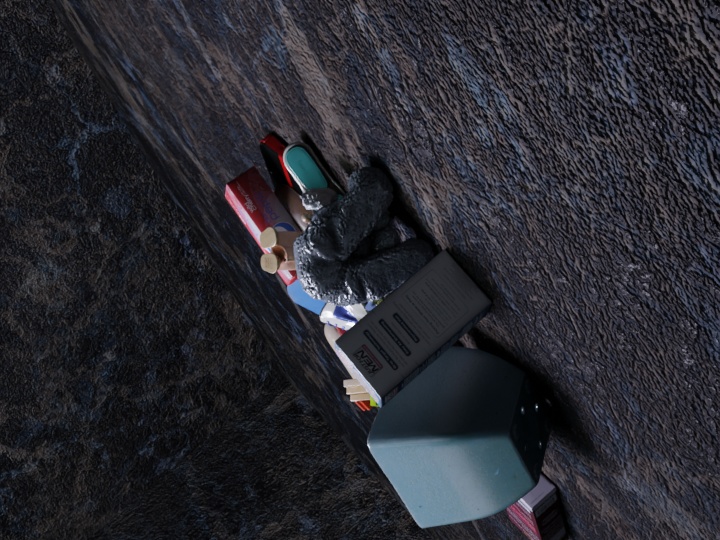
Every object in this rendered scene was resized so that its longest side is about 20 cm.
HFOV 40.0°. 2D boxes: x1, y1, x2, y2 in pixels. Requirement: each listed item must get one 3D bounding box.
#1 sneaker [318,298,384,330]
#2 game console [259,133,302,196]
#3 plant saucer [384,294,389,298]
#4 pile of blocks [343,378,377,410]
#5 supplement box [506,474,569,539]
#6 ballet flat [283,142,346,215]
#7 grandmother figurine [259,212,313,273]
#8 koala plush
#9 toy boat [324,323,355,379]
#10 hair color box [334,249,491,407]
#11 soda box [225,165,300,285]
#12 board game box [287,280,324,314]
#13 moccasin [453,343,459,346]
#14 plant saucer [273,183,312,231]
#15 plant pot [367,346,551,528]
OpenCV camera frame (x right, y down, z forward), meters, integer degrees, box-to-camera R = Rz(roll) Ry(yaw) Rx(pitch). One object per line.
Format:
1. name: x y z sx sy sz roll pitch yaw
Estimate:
1. sneaker: -0.004 0.086 1.698 0.080 0.114 0.203 -33 -74 -62
2. game console: -0.106 -0.134 1.747 0.176 0.031 0.202 39 156 44
3. plant saucer: 0.057 0.064 1.573 0.200 0.030 0.204 -11 -90 -90
4. pile of blocks: 0.072 0.210 1.655 0.082 0.196 0.063 68 -161 -78
5. supplement box: 0.301 0.412 1.742 0.109 0.061 0.201 43 164 40
6. ballet flat: -0.058 -0.121 1.595 0.202 0.069 0.069 59 166 -12
7. grandmother figurine: -0.072 -0.032 1.613 0.060 0.198 0.124 14 105 45
8. koala plush: -0.022 -0.049 1.435 0.179 0.182 0.200 56 179 -20
9. toy boat: 0.035 0.140 1.775 0.201 0.130 0.130 54 -174 13
10. hair color box: 0.070 0.077 1.327 0.100 0.199 0.061 48 167 15
11. soda box: -0.156 -0.077 1.726 0.201 0.063 0.070 54 163 6
12. board game box: -0.039 0.052 1.851 0.198 0.039 0.158 27 156 -11
13. moccasin: 0.142 0.164 1.601 0.202 0.073 0.078 52 170 7
14. plant saucer: -0.104 -0.061 1.775 0.201 0.032 0.201 49 163 21
15. plant pot: 0.159 0.232 1.421 0.197 0.197 0.198 -9 127 31
